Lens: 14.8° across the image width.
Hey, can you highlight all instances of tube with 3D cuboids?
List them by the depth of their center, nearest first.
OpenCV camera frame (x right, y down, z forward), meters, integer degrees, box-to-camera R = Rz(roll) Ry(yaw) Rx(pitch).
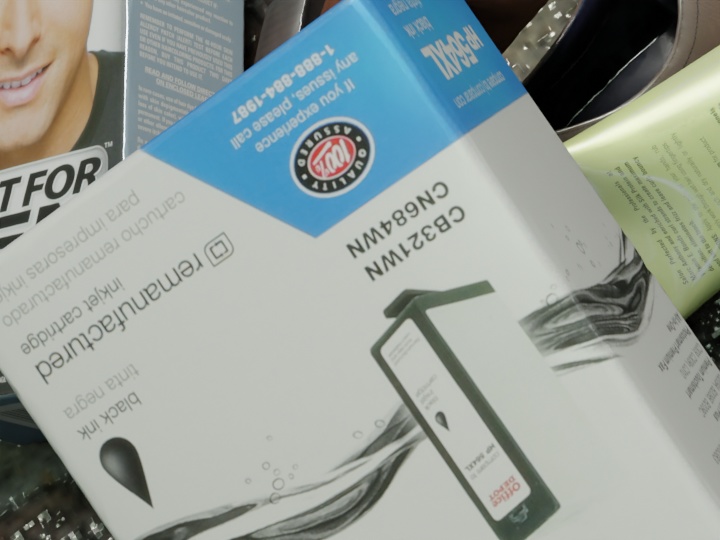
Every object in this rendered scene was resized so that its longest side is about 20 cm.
[{"bbox_3d":[0.147,-0.063,0.820,0.200,0.052,0.058,-37,77,4],"label":"tube"}]

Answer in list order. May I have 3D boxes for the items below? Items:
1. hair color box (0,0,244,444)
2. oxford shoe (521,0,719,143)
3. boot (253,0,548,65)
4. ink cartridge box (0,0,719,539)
[{"bbox_3d":[-0.092,-0.052,0.899,0.099,0.061,0.201,-12,70,37],"label":"hair color box"},{"bbox_3d":[0.122,-0.094,0.850,0.200,0.073,0.071,-51,46,-1],"label":"oxford shoe"},{"bbox_3d":[0.000,0.000,0.824,0.068,0.188,0.201,12,75,-25],"label":"boot"},{"bbox_3d":[0.012,0.043,0.739,0.146,0.084,0.200,-35,90,17],"label":"ink cartridge box"}]
